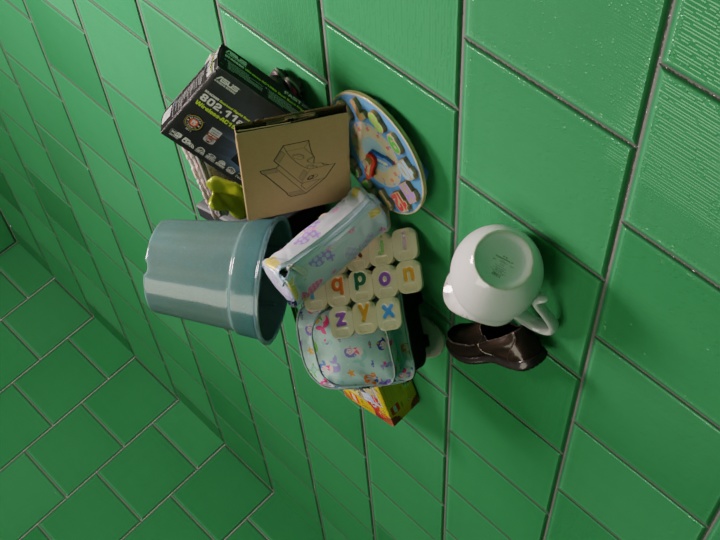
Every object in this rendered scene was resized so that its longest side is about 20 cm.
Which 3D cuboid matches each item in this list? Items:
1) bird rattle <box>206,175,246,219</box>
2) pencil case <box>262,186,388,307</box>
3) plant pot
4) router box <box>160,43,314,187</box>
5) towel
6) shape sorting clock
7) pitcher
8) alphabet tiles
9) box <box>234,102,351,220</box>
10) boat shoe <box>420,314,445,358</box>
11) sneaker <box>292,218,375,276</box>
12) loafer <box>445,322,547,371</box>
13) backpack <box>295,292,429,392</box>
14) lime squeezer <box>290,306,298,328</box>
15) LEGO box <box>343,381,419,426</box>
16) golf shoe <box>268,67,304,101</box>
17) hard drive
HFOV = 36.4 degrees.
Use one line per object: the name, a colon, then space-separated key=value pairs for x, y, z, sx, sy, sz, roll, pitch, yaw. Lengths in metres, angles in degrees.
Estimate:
bird rattle: x=-0.165 y=-0.175 z=1.766 sx=0.111 sy=0.200 sz=0.165 roll=-11 pitch=106 yaw=27
pencil case: x=-0.052 y=-0.037 z=1.617 sx=0.083 sy=0.199 sz=0.091 roll=44 pitch=164 yaw=23
plant pot: x=-0.224 y=0.005 z=1.719 sx=0.193 sy=0.202 sz=0.201 roll=6 pitch=145 yaw=10
router box: x=-0.167 y=-0.210 z=1.589 sx=0.199 sy=0.063 sz=0.150 roll=32 pitch=126 yaw=-26
towel: x=-0.229 y=-0.218 z=1.786 sx=0.032 sy=0.192 sz=0.201 roll=0 pitch=137 yaw=19
shape sorting clock: x=0.021 y=-0.165 z=1.566 sx=0.200 sy=0.039 sz=0.201 roll=40 pitch=156 yaw=22
pitcher: x=0.198 y=0.024 z=1.460 sx=0.170 sy=0.122 sz=0.200 roll=25 pitch=165 yaw=5
alphabet tiles: x=0.000 y=0.000 z=1.688 sx=0.015 sy=0.198 sz=0.198 roll=10 pitch=-110 yaw=-67
box: x=-0.093 y=-0.153 z=1.575 sx=0.201 sy=0.161 sz=0.021 roll=90 pitch=166 yaw=-56
boat shoe: x=0.060 y=0.086 z=1.875 sx=0.198 sy=0.076 sz=0.093 roll=22 pitch=-165 yaw=14
sneaker: x=-0.053 y=-0.052 z=1.833 sx=0.199 sy=0.074 sz=0.082 roll=25 pitch=164 yaw=29
loafer: x=0.196 y=0.095 z=1.628 sx=0.199 sy=0.073 sz=0.072 roll=4 pitch=121 yaw=54
backpack: x=-0.007 y=0.106 z=1.778 sx=0.198 sy=0.150 sz=0.180 roll=-6 pitch=101 yaw=26
lime squeezer: x=-0.145 y=0.016 z=1.846 sx=0.038 sy=0.071 sz=0.201 roll=-27 pitch=100 yaw=43
LEGO box: x=0.014 y=0.178 z=2.077 sx=0.148 sy=0.077 sz=0.201 roll=26 pitch=148 yaw=44
golf shoe: x=-0.122 y=-0.216 z=1.694 sx=0.077 sy=0.088 sz=0.201 roll=33 pitch=154 yaw=38
hard drive: x=-0.173 y=-0.108 z=1.888 sx=0.199 sy=0.139 sz=0.033 roll=25 pitch=140 yaw=45
